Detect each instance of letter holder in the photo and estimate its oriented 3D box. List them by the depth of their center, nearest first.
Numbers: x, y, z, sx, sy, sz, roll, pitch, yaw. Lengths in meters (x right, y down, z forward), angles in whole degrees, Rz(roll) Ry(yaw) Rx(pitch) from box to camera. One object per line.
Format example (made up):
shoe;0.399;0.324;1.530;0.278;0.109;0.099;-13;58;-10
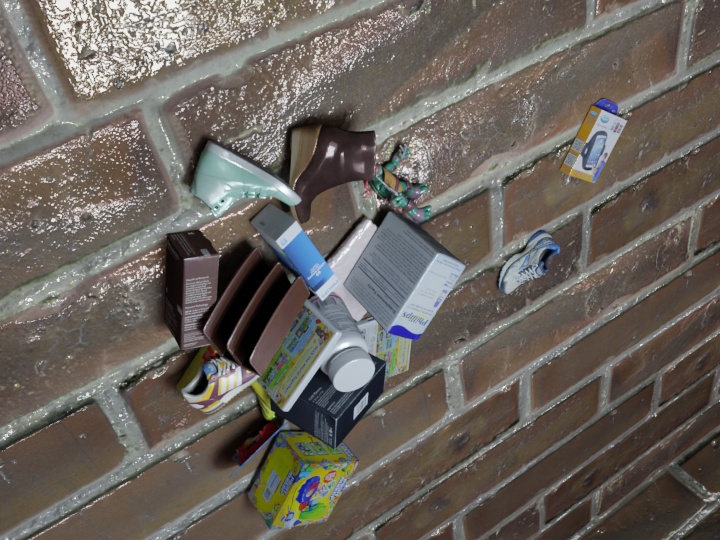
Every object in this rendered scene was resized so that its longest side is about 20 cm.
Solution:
letter holder;-0.201;0.076;1.387;0.201;0.100;0.143;-60;157;-22

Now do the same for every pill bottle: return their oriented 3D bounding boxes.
pill bottle;-0.051;0.152;1.521;0.112;0.201;0.114;-16;135;-16

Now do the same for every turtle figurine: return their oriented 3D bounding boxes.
turtle figurine;0.073;-0.185;1.493;0.199;0.100;0.152;33;57;-46

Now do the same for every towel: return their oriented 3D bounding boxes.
towel;0.000;0.000;1.606;0.200;0.032;0.191;-49;136;3

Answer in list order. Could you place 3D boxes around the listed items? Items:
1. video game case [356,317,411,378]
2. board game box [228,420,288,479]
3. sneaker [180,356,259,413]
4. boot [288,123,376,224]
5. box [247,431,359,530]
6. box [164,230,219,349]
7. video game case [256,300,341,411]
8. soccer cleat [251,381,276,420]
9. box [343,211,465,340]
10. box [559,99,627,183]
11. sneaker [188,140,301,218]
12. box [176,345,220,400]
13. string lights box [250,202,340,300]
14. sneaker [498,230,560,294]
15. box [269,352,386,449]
video game case;0.049;0.194;1.780;0.180;0.023;0.202;-16;126;-27
board game box;-0.243;0.398;1.656;0.200;0.039;0.158;-43;174;-14
sneaker;-0.271;0.204;1.444;0.200;0.075;0.090;-45;140;-4
boot;-0.053;-0.177;1.370;0.164;0.073;0.202;5;115;4
box;-0.142;0.517;1.779;0.191;0.122;0.202;11;112;-46
box;-0.320;0.038;1.349;0.074;0.100;0.202;-8;123;-32
video game case;-0.153;0.155;1.483;0.201;0.182;0.023;-55;148;8
soccer cleat;-0.217;0.262;1.616;0.083;0.065;0.202;8;131;3
box;0.091;0.012;1.530;0.104;0.184;0.201;20;108;-44
box;0.599;-0.329;1.817;0.118;0.041;0.202;7;117;-39
sneaker;-0.214;-0.140;1.305;0.199;0.074;0.119;26;98;-21
box;-0.301;0.186;1.497;0.075;0.050;0.201;28;101;-44
string lights box;-0.129;-0.035;1.436;0.059;0.102;0.201;-45;136;-10
sneaker;0.447;-0.012;1.888;0.200;0.085;0.077;-50;135;4
box;-0.070;0.254;1.571;0.200;0.181;0.105;-42;148;-40
